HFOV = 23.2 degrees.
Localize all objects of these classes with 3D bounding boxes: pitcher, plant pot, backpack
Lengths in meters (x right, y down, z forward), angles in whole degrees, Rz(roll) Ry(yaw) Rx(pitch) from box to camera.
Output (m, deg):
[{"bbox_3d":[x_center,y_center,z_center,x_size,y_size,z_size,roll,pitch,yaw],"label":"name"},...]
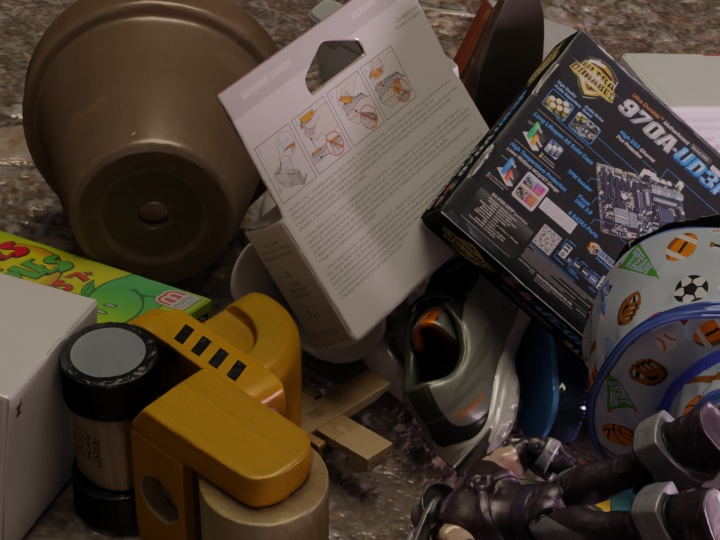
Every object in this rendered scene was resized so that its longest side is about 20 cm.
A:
[{"bbox_3d":[0.000,0.000,1.237,0.172,0.121,0.200,46,22,-13],"label":"pitcher"},{"bbox_3d":[-0.144,-0.080,1.243,0.199,0.201,0.175,4,33,-9],"label":"plant pot"},{"bbox_3d":[0.225,0.063,1.025,0.190,0.201,0.154,11,40,2],"label":"backpack"}]

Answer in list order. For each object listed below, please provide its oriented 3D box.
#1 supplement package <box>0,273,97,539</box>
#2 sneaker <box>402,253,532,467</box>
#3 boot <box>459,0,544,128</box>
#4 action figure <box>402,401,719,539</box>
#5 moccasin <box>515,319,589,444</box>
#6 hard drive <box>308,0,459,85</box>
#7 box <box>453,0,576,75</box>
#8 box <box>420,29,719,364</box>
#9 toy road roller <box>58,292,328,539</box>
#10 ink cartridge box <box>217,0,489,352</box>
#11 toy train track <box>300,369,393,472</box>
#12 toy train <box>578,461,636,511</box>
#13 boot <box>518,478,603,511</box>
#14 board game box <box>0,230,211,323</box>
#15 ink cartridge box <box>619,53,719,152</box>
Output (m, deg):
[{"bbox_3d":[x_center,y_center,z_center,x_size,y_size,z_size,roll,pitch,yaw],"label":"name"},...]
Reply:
[{"bbox_3d":[-0.271,0.068,1.025,0.199,0.120,0.121,15,29,11],"label":"supplement package"},{"bbox_3d":[0.068,0.030,1.159,0.074,0.079,0.201,-22,39,29],"label":"sneaker"},{"bbox_3d":[0.044,-0.150,1.398,0.064,0.187,0.200,13,7,-42],"label":"boot"},{"bbox_3d":[0.104,0.129,0.924,0.199,0.069,0.130,-12,37,36],"label":"action figure"},{"bbox_3d":[0.140,0.048,1.213,0.068,0.081,0.200,18,32,-13],"label":"moccasin"},{"bbox_3d":[0.028,-0.096,1.313,0.132,0.200,0.027,31,59,33],"label":"hard drive"},{"bbox_3d":[0.143,-0.117,1.429,0.097,0.125,0.200,16,25,-24],"label":"box"},{"bbox_3d":[0.163,-0.031,1.136,0.200,0.046,0.159,40,75,-7],"label":"box"},{"bbox_3d":[-0.071,0.095,1.009,0.200,0.123,0.146,32,47,33],"label":"toy road roller"},{"bbox_3d":[0.000,-0.075,1.130,0.045,0.177,0.200,-16,19,47],"label":"ink cartridge box"},{"bbox_3d":[-0.057,0.089,1.142,0.115,0.033,0.200,-28,40,-36],"label":"toy train track"},{"bbox_3d":[0.216,0.176,1.047,0.150,0.056,0.200,-13,37,-41],"label":"toy train"},{"bbox_3d":[0.089,0.194,0.953,0.203,0.074,0.154,14,40,41],"label":"boot"},{"bbox_3d":[-0.208,0.031,1.156,0.199,0.048,0.102,17,31,26],"label":"board game box"},{"bbox_3d":[0.247,-0.054,1.300,0.145,0.201,0.083,-3,36,-19],"label":"ink cartridge box"}]
